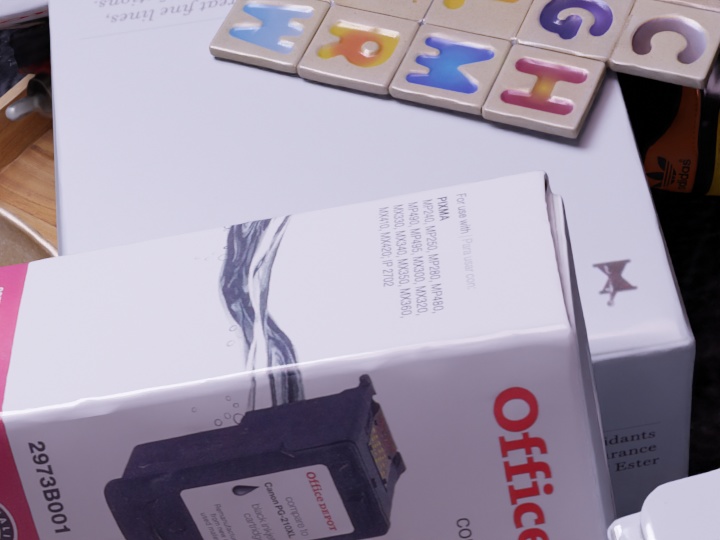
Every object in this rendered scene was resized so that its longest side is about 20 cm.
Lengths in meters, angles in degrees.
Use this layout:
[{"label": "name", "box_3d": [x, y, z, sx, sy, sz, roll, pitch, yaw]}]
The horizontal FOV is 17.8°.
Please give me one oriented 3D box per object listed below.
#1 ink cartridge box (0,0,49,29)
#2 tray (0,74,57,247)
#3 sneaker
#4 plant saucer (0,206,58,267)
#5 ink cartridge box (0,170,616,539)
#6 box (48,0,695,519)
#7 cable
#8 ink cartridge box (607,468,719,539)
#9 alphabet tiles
[{"label": "ink cartridge box", "box_3d": [-0.104, -0.161, 1.002, 0.145, 0.085, 0.200, -15, 6, 4]}, {"label": "tray", "box_3d": [-0.091, -0.023, 0.966, 0.199, 0.037, 0.099, 25, 58, 38]}, {"label": "sneaker", "box_3d": [0.122, -0.105, 0.935, 0.089, 0.070, 0.201, -6, 44, -12]}, {"label": "plant saucer", "box_3d": [-0.191, 0.059, 0.878, 0.199, 0.035, 0.201, 1, 63, -2]}, {"label": "ink cartridge box", "box_3d": [-0.027, 0.067, 0.661, 0.199, 0.145, 0.084, -10, 32, 5]}, {"label": "box", "box_3d": [0.000, 0.000, 0.807, 0.198, 0.131, 0.201, -8, 51, -1]}, {"label": "cable", "box_3d": [-0.074, -0.099, 1.011, 0.097, 0.051, 0.200, 1, 15, 39]}, {"label": "ink cartridge box", "box_3d": [0.157, 0.130, 0.601, 0.144, 0.201, 0.085, -18, 42, 1]}, {"label": "alphabet tiles", "box_3d": [0.039, -0.120, 0.812, 0.199, 0.006, 0.167, 14, 52, 18]}]
